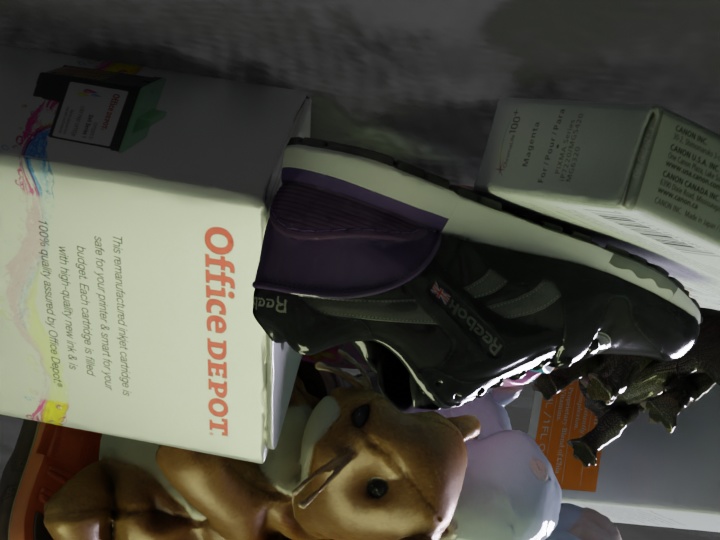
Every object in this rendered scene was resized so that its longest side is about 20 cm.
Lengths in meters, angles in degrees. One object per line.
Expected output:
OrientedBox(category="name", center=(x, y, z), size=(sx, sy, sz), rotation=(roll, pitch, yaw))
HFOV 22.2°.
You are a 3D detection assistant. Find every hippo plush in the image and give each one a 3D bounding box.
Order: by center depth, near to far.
OrientedBox(category="hippo plush", center=(0.074, 0.128, 1.004), size=(0.158, 0.162, 0.200), rotation=(-14, -142, -15))

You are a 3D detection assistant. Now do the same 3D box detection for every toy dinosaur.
OrientedBox(category="toy dinosaur", center=(0.160, 0.049, 0.988), size=(0.077, 0.102, 0.200), rotation=(51, 147, -2))

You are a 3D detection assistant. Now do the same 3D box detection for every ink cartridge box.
OrientedBox(category="ink cartridge box", center=(0.126, -0.021, 0.769), size=(0.199, 0.044, 0.173), rotation=(20, 176, -34))
OrientedBox(category="ink cartridge box", center=(-0.123, -0.011, 0.789), size=(0.198, 0.084, 0.146), rotation=(9, 130, 8))

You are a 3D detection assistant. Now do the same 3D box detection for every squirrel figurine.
OrientedBox(category="squirrel figurine", center=(-0.027, 0.113, 0.906), size=(0.185, 0.142, 0.201), rotation=(-3, 135, 24))

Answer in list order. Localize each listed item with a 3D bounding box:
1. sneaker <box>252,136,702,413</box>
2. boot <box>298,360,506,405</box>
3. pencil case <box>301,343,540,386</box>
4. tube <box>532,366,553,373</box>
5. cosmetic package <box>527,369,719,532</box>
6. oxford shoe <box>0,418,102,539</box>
OrientedBox(category="sneaker", center=(0.044, 0.019, 0.734), size=(0.199, 0.088, 0.076), rotation=(19, 175, -25))
OrientedBox(category="boot", center=(0.017, 0.077, 1.095), size=(0.198, 0.073, 0.182), rotation=(-10, 164, -29))
OrientedBox(category="pencil case", center=(0.004, 0.011, 0.936), size=(0.199, 0.088, 0.087), rotation=(3, 165, 37))
OrientedBox(category="tube", center=(0.000, 0.000, 0.846), size=(0.198, 0.078, 0.050), rotation=(13, 175, 22))
OrientedBox(category="cosmetic package", center=(0.198, 0.103, 1.112), size=(0.199, 0.102, 0.071), rotation=(-2, 161, 43))
OrientedBox(category="oxford shoe", center=(-0.154, 0.079, 0.964), size=(0.071, 0.201, 0.073), rotation=(35, 141, -25))
